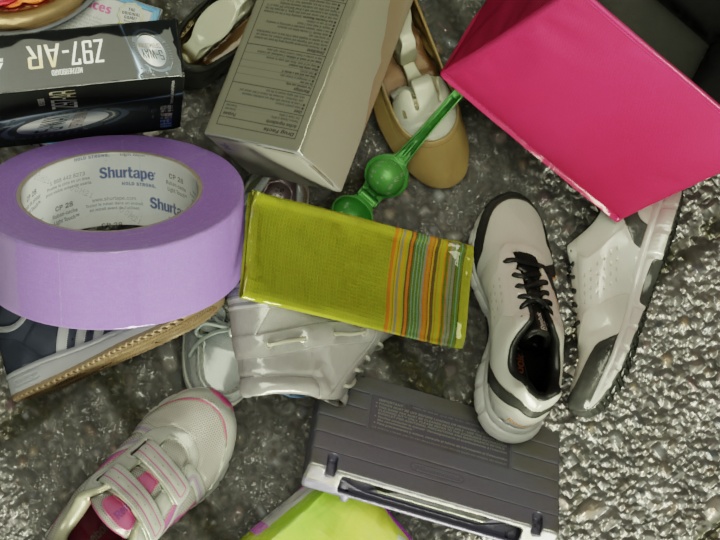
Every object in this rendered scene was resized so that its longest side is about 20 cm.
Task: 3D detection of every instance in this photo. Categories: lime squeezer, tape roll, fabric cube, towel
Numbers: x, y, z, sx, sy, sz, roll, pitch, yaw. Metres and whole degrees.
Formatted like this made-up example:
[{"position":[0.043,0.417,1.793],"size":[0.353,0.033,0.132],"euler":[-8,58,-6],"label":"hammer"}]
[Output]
[{"position":[0.007,-0.066,1.735],"size":[0.038,0.071,0.200],"euler":[39,80,16],"label":"lime squeezer"},{"position":[-0.185,-0.031,1.640],"size":[0.199,0.200,0.066],"euler":[-2,119,-6],"label":"tape roll"},{"position":[0.220,-0.191,1.672],"size":[0.196,0.199,0.200],"euler":[37,62,-13],"label":"fabric cube"},{"position":[0.000,0.000,1.669],"size":[0.199,0.018,0.087],"euler":[14,70,-30],"label":"towel"}]

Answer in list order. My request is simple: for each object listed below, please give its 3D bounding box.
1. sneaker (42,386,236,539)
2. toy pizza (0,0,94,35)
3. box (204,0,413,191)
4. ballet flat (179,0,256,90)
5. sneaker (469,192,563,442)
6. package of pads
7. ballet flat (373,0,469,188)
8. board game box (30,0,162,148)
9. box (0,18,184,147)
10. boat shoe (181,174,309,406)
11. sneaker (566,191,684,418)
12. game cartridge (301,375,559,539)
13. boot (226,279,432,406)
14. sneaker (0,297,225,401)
[{"position":[-0.169,0.174,1.682],"size":[0.081,0.088,0.200],"euler":[40,88,0],"label":"sneaker"},{"position":[-0.286,-0.275,1.728],"size":[0.199,0.032,0.201],"euler":[5,66,-10],"label":"toy pizza"},{"position":[-0.033,-0.171,1.683],"size":[0.095,0.078,0.201],"euler":[15,77,30],"label":"box"},{"position":[-0.079,-0.218,1.753],"size":[0.068,0.068,0.200],"euler":[44,81,2],"label":"ballet flat"},{"position":[0.131,0.029,1.718],"size":[0.073,0.080,0.201],"euler":[4,68,-18],"label":"sneaker"},{"position":[-0.043,0.264,1.703],"size":[0.200,0.068,0.155],"euler":[-40,89,-9],"label":"package of pads"},{"position":[0.035,-0.161,1.761],"size":[0.068,0.063,0.201],"euler":[-22,87,-10],"label":"ballet flat"},{"position":[-0.272,-0.174,1.745],"size":[0.199,0.034,0.135],"euler":[19,82,-4],"label":"board game box"},{"position":[-0.212,-0.136,1.629],"size":[0.159,0.200,0.044],"euler":[-7,83,-7],"label":"box"},{"position":[-0.089,0.009,1.728],"size":[0.074,0.065,0.203],"euler":[21,82,-3],"label":"boat shoe"},{"position":[0.195,0.020,1.762],"size":[0.080,0.074,0.201],"euler":[17,77,8],"label":"sneaker"},{"position":[0.057,0.146,1.703],"size":[0.199,0.130,0.039],"euler":[17,119,-5],"label":"game cartridge"},{"position":[-0.016,0.057,1.701],"size":[0.199,0.073,0.096],"euler":[0,84,-34],"label":"boot"},{"position":[-0.203,0.017,1.683],"size":[0.199,0.070,0.109],"euler":[-24,81,24],"label":"sneaker"}]
